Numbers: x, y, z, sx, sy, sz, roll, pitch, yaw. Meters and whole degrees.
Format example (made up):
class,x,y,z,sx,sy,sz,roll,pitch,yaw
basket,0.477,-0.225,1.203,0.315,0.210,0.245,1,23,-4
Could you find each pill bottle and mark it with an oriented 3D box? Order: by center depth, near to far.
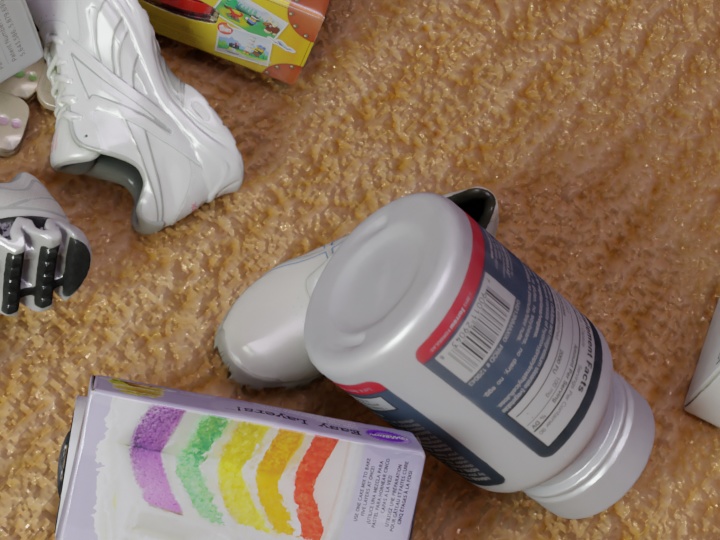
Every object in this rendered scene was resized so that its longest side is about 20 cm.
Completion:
class,x,y,z,sx,sy,sz,roll,pitch,yaw
pill bottle,0.075,0.057,0.949,0.200,0.119,0.120,39,55,-30

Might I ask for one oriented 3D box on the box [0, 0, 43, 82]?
class,x,y,z,sx,sy,sz,roll,pitch,yaw
box,-0.305,-0.213,0.952,0.130,0.201,0.199,-33,60,-14

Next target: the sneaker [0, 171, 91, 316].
class,x,y,z,sx,sy,sz,roll,pitch,yaw
sneaker,-0.255,-0.013,0.921,0.199,0.075,0.081,-6,50,-32

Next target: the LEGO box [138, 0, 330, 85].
class,x,y,z,sx,sy,sz,roll,pitch,yaw
LEGO box,-0.110,-0.233,1.099,0.199,0.077,0.150,20,55,-8

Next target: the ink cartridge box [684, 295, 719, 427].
class,x,y,z,sx,sy,sz,roll,pitch,yaw
ink cartridge box,0.327,0.058,1.067,0.199,0.085,0.145,27,59,-1

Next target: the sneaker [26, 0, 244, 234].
class,x,y,z,sx,sy,sz,roll,pitch,yaw
sneaker,-0.163,-0.110,1.022,0.099,0.078,0.200,-39,89,-22

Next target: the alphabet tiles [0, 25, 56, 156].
class,x,y,z,sx,sy,sz,roll,pitch,yaw
alphabet tiles,-0.247,-0.170,1.080,0.194,0.015,0.201,14,61,-6

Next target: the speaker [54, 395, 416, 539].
class,x,y,z,sx,sy,sz,roll,pitch,yaw
speaker,-0.072,0.124,0.935,0.198,0.081,0.082,10,61,-9

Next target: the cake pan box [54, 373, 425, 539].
class,x,y,z,sx,sy,sz,roll,pitch,yaw
cake pan box,-0.075,0.169,0.875,0.183,0.052,0.202,13,96,-7

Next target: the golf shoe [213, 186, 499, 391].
class,x,y,z,sx,sy,sz,roll,pitch,yaw
golf shoe,0.000,0.000,1.008,0.199,0.097,0.079,-30,75,-24
